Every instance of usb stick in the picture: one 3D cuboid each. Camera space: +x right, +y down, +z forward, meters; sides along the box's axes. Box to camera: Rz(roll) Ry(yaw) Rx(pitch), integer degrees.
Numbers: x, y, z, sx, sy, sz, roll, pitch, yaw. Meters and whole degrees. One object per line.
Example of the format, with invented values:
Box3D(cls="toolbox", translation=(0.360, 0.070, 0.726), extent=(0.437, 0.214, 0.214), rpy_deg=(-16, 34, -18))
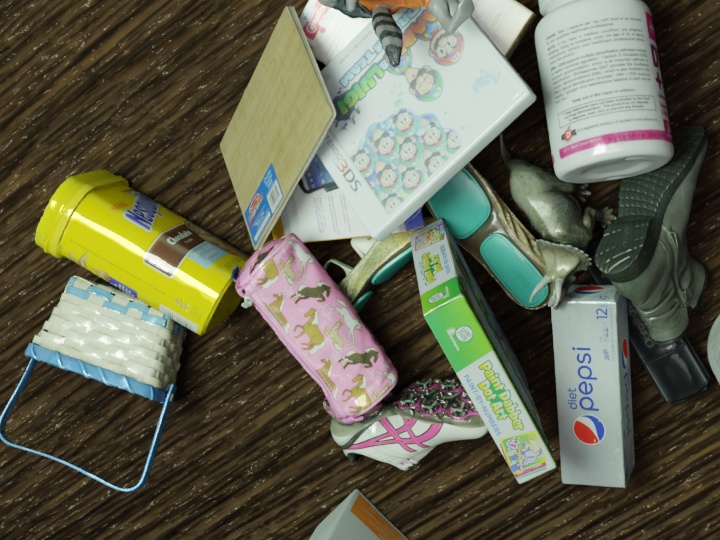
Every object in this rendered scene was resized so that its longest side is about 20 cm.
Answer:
Box3D(cls="usb stick", translation=(0.293, 0.046, 1.148), extent=(0.055, 0.033, 0.200), rpy_deg=(-30, 92, 23))

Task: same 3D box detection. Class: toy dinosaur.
Box3D(cls="toy dinosaur", translation=(0.190, -0.065, 1.101), extent=(0.077, 0.102, 0.201), rpy_deg=(-28, 75, 32))

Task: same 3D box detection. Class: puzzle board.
Box3D(cls="puzzle board", translation=(-0.085, -0.140, 1.118), extent=(0.200, 0.017, 0.151), rpy_deg=(-57, 44, 42))

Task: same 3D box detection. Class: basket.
Box3D(cls="basket", translation=(-0.280, 0.122, 1.210), extent=(0.176, 0.139, 0.201), rpy_deg=(21, 77, 8))

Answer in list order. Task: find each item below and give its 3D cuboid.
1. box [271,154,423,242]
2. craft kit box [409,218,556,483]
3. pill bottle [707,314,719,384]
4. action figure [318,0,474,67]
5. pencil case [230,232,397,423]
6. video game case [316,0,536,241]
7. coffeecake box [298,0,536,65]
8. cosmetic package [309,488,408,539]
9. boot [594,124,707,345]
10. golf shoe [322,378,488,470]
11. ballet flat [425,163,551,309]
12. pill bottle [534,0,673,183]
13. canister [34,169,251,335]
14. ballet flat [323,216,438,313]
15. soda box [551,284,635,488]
Box3D(cls="box", translation=(-0.015, -0.094, 1.145), extent=(0.199, 0.041, 0.120), rpy_deg=(-4, 99, 35))
Box3D(cls="craft kit box", translation=(0.115, 0.072, 1.076), extent=(0.048, 0.198, 0.200), rpy_deg=(-28, 110, 7))
Box3D(cls="pill bottle", translation=(0.397, 0.093, 1.048), extent=(0.114, 0.200, 0.115), rpy_deg=(2, 100, 11))
Box3D(cls="action figure", translation=(-0.014, -0.257, 1.011), extent=(0.199, 0.194, 0.105), rpy_deg=(-5, 114, -18))
Box3D(cls="pencil case", translation=(-0.044, 0.060, 1.126), extent=(0.086, 0.083, 0.200), rpy_deg=(-37, 105, 4))
Box3D(cls="video game case", translation=(0.041, -0.159, 1.055), extent=(0.200, 0.024, 0.182), rpy_deg=(-42, 61, 17))
Box3D(cls="coffeecake box", translation=(0.052, -0.247, 1.128), extent=(0.200, 0.073, 0.154), rpy_deg=(34, 105, 4))
Box3D(cls="cosmetic package", translation=(-0.011, 0.317, 1.164), extent=(0.101, 0.200, 0.071), rpy_deg=(44, 104, 1))
Box3D(cls="boot", translation=(0.309, -0.036, 1.111), extent=(0.131, 0.068, 0.200), rpy_deg=(45, 65, -34))
Box3D(cls="golf shoe", translation=(0.057, 0.166, 1.181), extent=(0.199, 0.073, 0.092), rpy_deg=(-4, 112, 36))
Box3D(cls="ballet flat", translation=(0.131, -0.046, 1.149), extent=(0.070, 0.065, 0.200), rpy_deg=(-36, 90, 26))
Box3D(cls="pill bottle", translation=(0.229, -0.193, 1.065), extent=(0.113, 0.113, 0.201), rpy_deg=(-9, 82, 12))
Box3D(cls="canister", translation=(-0.221, -0.020, 1.182), extent=(0.200, 0.149, 0.087), rpy_deg=(30, 103, 3))
Box3D(cls="ballet flat", translation=(0.000, 0.000, 1.183), extent=(0.071, 0.071, 0.200), rpy_deg=(44, 105, 2))
Box3D(cls="soda box", translation=(0.239, 0.117, 1.138), extent=(0.068, 0.063, 0.201), rpy_deg=(0, 105, 24))
